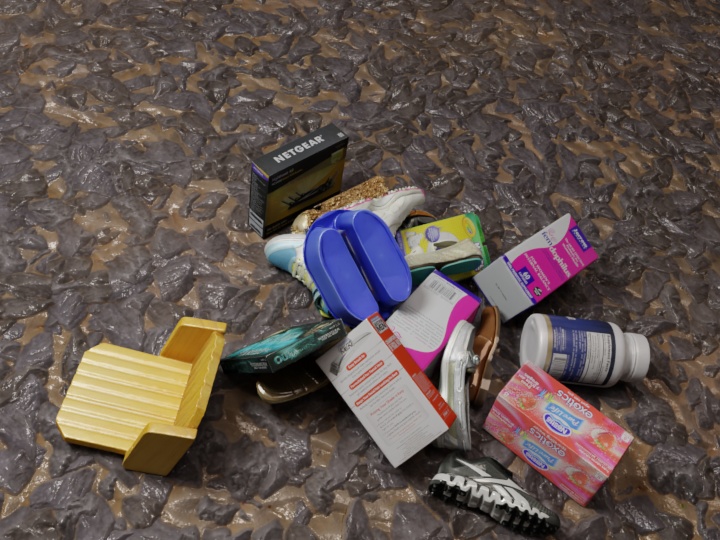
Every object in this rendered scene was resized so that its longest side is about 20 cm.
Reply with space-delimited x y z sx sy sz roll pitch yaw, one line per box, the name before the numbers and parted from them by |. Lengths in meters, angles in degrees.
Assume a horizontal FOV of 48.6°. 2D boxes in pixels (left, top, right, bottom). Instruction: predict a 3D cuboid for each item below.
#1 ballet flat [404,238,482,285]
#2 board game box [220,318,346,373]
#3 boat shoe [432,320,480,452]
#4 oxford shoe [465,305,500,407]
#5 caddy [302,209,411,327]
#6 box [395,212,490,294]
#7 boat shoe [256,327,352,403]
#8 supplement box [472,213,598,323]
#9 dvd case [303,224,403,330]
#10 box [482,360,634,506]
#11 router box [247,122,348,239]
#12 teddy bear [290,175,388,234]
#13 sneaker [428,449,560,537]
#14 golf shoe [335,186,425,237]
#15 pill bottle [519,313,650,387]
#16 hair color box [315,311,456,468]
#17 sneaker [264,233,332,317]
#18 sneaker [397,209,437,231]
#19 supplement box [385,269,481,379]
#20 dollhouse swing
ballet flat | 0.123 -0.016 1.406 0.198 0.068 0.063 -11 60 -27
board game box | -0.123 0.118 1.227 0.134 0.199 0.028 -26 96 -30
boat shoe | 0.158 0.180 1.253 0.064 0.075 0.204 8 71 18
oxford shoe | 0.195 0.132 1.350 0.070 0.072 0.201 15 49 8
caddy | -0.006 -0.005 1.292 0.140 0.105 0.202 -30 96 -19
box | 0.154 -0.034 1.469 0.198 0.048 0.119 -16 90 -26
boat shoe | -0.081 0.163 1.266 0.199 0.067 0.074 -24 65 -34
supplement box | 0.319 -0.006 1.450 0.199 0.103 0.102 -30 83 -34
dvd case | 0.000 0.000 1.376 0.148 0.016 0.202 -21 83 -42
box | 0.303 0.252 1.242 0.199 0.103 0.094 37 52 19
router box | -0.117 -0.168 1.496 0.199 0.158 0.052 -32 60 -33
teddy bear | -0.038 -0.108 1.492 0.199 0.145 0.067 -29 98 -27
sneaker | 0.205 0.321 1.182 0.198 0.067 0.091 20 50 9
golf shoe | 0.041 -0.089 1.400 0.198 0.075 0.093 -21 90 -34
pill bottle | 0.380 0.138 1.353 0.197 0.112 0.112 7 47 -6
hair color box | 0.039 0.178 1.199 0.201 0.111 0.064 53 20 5
sneaker | -0.083 0.013 1.393 0.197 0.080 0.131 13 46 1
sneaker | 0.061 -0.055 1.495 0.198 0.078 0.078 -17 67 -20
supplement box | 0.102 0.110 1.328 0.101 0.104 0.200 34 49 17
dollhouse swing | -0.320 0.161 1.159 0.174 0.182 0.202 25 45 -16
